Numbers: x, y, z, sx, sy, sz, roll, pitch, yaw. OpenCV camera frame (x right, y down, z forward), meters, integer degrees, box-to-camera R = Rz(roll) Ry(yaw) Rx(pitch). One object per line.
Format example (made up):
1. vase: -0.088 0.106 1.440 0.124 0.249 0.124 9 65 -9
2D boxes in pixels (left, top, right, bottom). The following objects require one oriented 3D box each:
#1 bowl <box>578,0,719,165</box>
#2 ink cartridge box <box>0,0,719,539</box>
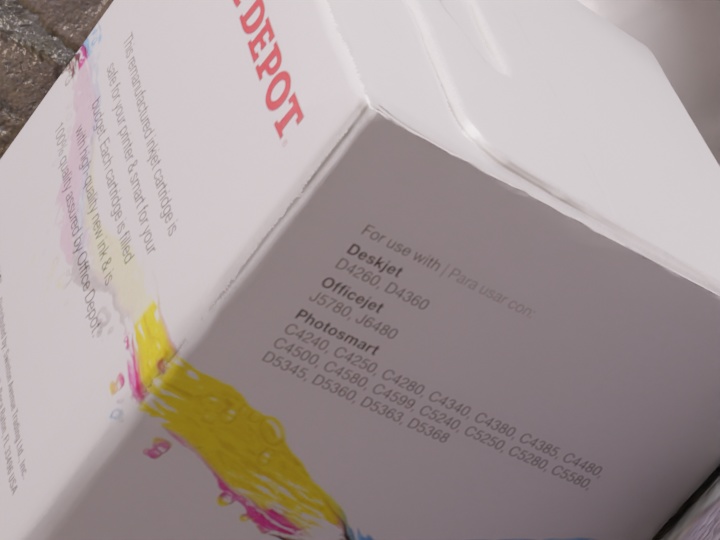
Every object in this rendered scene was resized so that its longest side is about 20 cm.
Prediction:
1. bowl: 0.081 -0.060 0.810 0.199 0.075 0.200 -26 5 18
2. ink cartridge box: -0.015 0.021 0.592 0.200 0.145 0.147 -51 32 22
